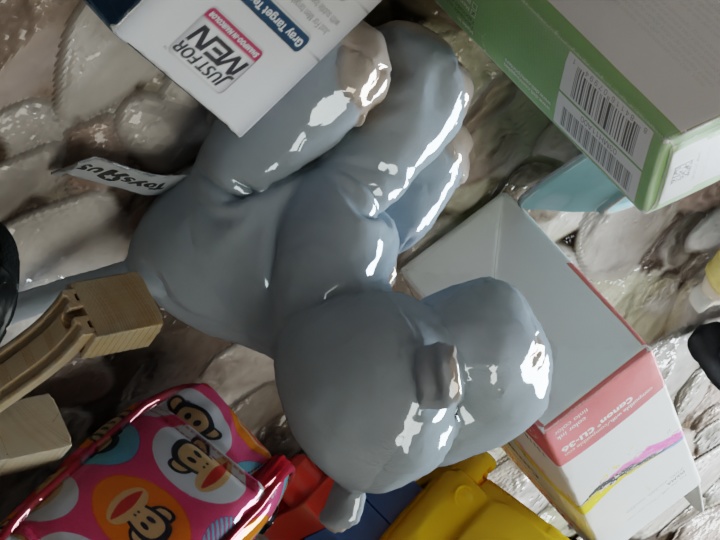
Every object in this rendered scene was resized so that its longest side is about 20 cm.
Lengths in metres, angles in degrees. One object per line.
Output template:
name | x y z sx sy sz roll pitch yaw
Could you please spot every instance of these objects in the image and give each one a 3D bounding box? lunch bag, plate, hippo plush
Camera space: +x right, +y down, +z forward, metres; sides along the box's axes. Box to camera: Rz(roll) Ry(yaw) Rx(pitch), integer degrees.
lunch bag | -0.127 0.150 0.999 0.176 0.082 0.200 -52 173 37
plate | 0.164 -0.066 1.067 0.200 0.026 0.200 -27 175 -3
hippo plush | 0.000 0.000 0.931 0.200 0.161 0.159 -7 136 -42

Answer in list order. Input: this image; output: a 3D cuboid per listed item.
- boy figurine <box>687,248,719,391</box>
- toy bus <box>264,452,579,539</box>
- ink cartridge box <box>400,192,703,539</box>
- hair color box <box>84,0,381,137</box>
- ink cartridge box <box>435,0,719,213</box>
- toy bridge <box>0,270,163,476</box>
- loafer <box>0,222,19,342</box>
boy figurine | 0.226 -0.015 1.246 0.124 0.064 0.200 -24 144 -25
toy bus | 0.017 0.169 1.174 0.136 0.192 0.200 -49 -176 -32
ink cartridge box | 0.099 0.063 1.155 0.067 0.116 0.200 -38 148 -5
hair color box | -0.008 -0.151 0.833 0.200 0.061 0.100 -44 148 4
ink cartridge box | 0.152 -0.117 0.964 0.200 0.146 0.048 -24 144 -26
toy bridge | -0.149 0.068 0.932 0.067 0.027 0.200 -11 155 -39
loafer | -0.204 0.054 0.884 0.072 0.073 0.200 19 113 -31
